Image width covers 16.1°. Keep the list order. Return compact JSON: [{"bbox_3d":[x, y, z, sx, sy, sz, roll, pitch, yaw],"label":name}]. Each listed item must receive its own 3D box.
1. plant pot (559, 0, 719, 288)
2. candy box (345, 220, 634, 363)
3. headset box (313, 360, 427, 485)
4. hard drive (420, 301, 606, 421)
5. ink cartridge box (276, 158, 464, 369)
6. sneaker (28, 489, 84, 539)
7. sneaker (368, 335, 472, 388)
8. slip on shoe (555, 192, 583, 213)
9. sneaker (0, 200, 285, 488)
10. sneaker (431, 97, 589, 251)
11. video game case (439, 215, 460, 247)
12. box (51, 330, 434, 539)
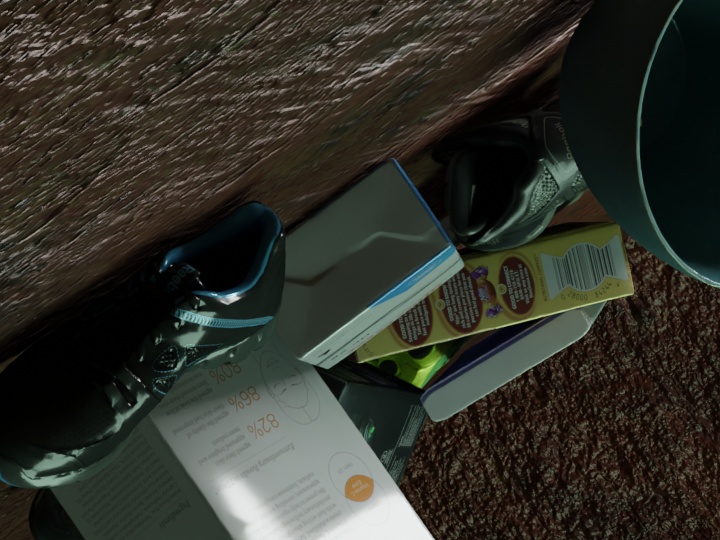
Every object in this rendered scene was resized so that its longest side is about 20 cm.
[{"bbox_3d":[0.191,-0.101,1.448,0.200,0.201,0.134,-33,-151,-23],"label":"plant pot"},{"bbox_3d":[0.075,0.013,1.746,0.199,0.057,0.117,-15,-177,-11],"label":"candy box"},{"bbox_3d":[-0.048,0.145,1.797,0.175,0.092,0.200,-68,159,4],"label":"headset box"},{"bbox_3d":[0.118,0.054,1.877,0.131,0.025,0.200,-32,180,12],"label":"hard drive"},{"bbox_3d":[0.000,0.000,1.572,0.116,0.067,0.200,-37,174,2],"label":"ink cartridge box"},{"bbox_3d":[-0.163,0.153,1.790,0.200,0.075,0.085,-30,172,-46],"label":"sneaker"},{"bbox_3d":[0.056,0.045,1.974,0.083,0.074,0.200,-25,169,-39],"label":"sneaker"},{"bbox_3d":[0.126,-0.075,1.726,0.074,0.061,0.200,-29,176,-10],"label":"slip on shoe"},{"bbox_3d":[-0.114,0.031,1.258,0.200,0.073,0.082,-38,160,-36],"label":"sneaker"},{"bbox_3d":[0.080,-0.053,1.607,0.114,0.077,0.199,-17,175,-25],"label":"sneaker"},{"bbox_3d":[-0.020,0.035,1.924,0.200,0.023,0.182,-41,173,34],"label":"video game case"},{"bbox_3d":[-0.079,0.139,1.562,0.106,0.201,0.152,-40,171,38],"label":"box"}]
